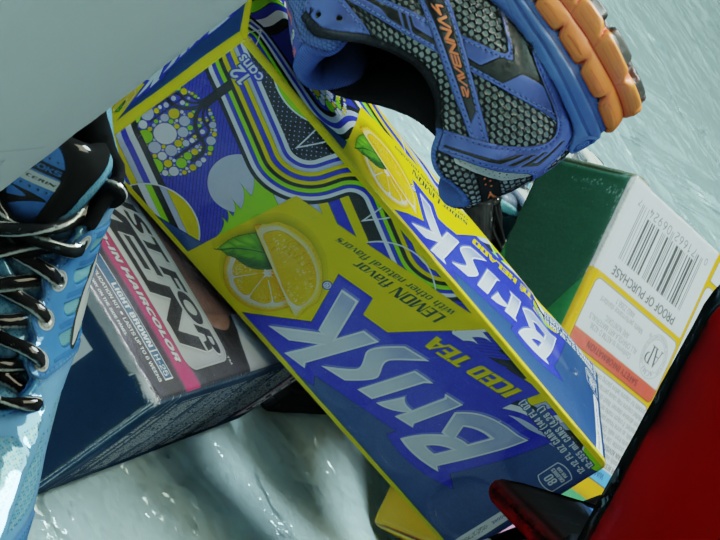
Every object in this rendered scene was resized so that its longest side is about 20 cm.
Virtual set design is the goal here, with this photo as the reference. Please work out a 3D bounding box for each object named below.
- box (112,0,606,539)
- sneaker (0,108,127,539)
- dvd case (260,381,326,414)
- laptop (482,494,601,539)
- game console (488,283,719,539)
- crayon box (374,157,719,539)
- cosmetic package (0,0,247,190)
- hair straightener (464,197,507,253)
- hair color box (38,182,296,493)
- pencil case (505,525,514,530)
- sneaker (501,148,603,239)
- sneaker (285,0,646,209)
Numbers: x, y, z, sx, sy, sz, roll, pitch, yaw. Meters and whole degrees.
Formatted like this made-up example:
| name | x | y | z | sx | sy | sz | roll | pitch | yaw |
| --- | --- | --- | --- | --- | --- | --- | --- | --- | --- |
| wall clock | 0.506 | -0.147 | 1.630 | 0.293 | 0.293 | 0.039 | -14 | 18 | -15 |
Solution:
| name | x | y | z | sx | sy | sz | roll | pitch | yaw |
| --- | --- | --- | --- | --- | --- | --- | --- | --- | --- |
| box | 0.000 | 0.000 | 0.932 | 0.200 | 0.070 | 0.064 | 49 | 20 | -21 |
| sneaker | -0.107 | -0.004 | 0.750 | 0.078 | 0.090 | 0.201 | 18 | 54 | -25 |
| dvd case | -0.028 | -0.002 | 1.158 | 0.143 | 0.018 | 0.200 | 59 | 17 | 15 |
| laptop | 0.070 | 0.136 | 0.838 | 0.116 | 0.200 | 0.187 | 55 | 16 | 11 |
| game console | 0.154 | 0.062 | 0.748 | 0.199 | 0.173 | 0.119 | 17 | 35 | -10 |
| crayon box | 0.084 | 0.070 | 1.126 | 0.051 | 0.201 | 0.126 | 16 | -14 | 41 |
| cosmetic package | -0.159 | -0.083 | 0.638 | 0.165 | 0.199 | 0.165 | 58 | 17 | 7 |
| hair straightener | 0.041 | -0.005 | 1.148 | 0.077 | 0.041 | 0.201 | -80 | 166 | -66 |
| hair color box | -0.079 | 0.007 | 0.928 | 0.100 | 0.060 | 0.200 | 57 | 16 | 5 |
| pencil case | 0.107 | 0.159 | 0.964 | 0.199 | 0.088 | 0.087 | 24 | -4 | 37 |
| sneaker | 0.083 | -0.027 | 1.413 | 0.086 | 0.077 | 0.201 | 40 | 22 | -32 |
| sneaker | -0.003 | -0.099 | 0.869 | 0.200 | 0.078 | 0.075 | 43 | -8 | 19 |
